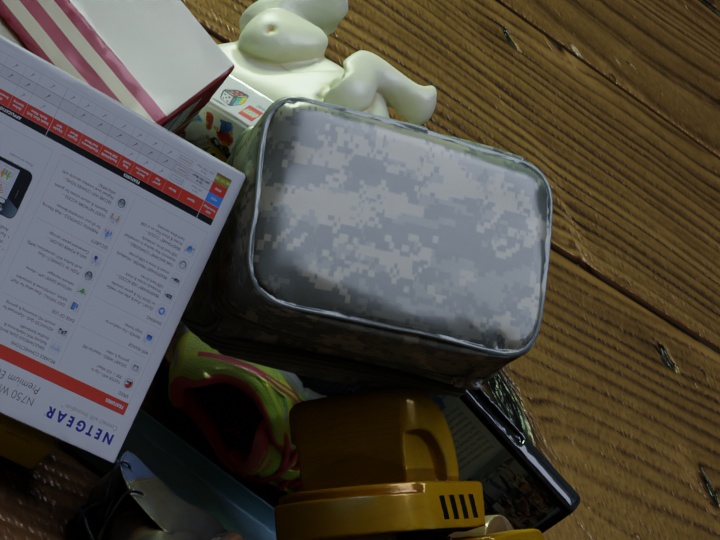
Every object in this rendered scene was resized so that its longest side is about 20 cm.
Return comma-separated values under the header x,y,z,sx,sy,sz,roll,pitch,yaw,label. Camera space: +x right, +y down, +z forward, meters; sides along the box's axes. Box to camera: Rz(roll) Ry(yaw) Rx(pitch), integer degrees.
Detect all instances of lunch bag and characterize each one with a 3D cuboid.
x,y,z,sx,sy,sz,roll,pitch,yaw,label
0.000,0.000,1.588,0.200,0.168,0.140,12,71,-18,lunch bag

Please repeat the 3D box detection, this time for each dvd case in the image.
x,y,z,sx,sy,sz,roll,pitch,yaw,label
0.033,0.109,1.747,0.200,0.143,0.018,48,43,-2,dvd case

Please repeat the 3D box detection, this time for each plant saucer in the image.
x,y,z,sx,sy,sz,roll,pitch,yaw,label
-0.100,0.137,1.622,0.200,0.019,0.070,40,22,-25,plant saucer

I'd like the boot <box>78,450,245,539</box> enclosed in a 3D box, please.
x,y,z,sx,sy,sz,roll,pitch,yaw,label
-0.131,0.154,1.473,0.097,0.075,0.200,42,10,13,boot

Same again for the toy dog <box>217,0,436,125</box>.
x,y,z,sx,sy,sz,roll,pitch,yaw,label
-0.034,-0.083,1.769,0.194,0.140,0.200,-5,37,-34,toy dog

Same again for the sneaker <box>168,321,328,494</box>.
x,y,z,sx,sy,sz,roll,pitch,yaw,label
-0.049,0.113,1.703,0.200,0.078,0.090,39,30,-8,sneaker

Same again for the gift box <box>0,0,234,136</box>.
x,y,z,sx,sy,sz,roll,pitch,yaw,label
-0.214,-0.117,1.564,0.200,0.185,0.187,-38,89,-29,gift box

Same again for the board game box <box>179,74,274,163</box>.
x,y,z,sx,sy,sz,roll,pitch,yaw,label
-0.139,-0.095,1.713,0.200,0.126,0.035,32,47,24,board game box

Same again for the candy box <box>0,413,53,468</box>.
x,y,z,sx,sy,sz,roll,pitch,yaw,label
-0.256,0.032,1.482,0.200,0.026,0.102,31,31,-39,candy box

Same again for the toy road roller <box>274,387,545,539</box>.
x,y,z,sx,sy,sz,roll,pitch,yaw,label
0.024,0.146,1.601,0.200,0.123,0.146,9,76,-65,toy road roller

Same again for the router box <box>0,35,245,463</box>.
x,y,z,sx,sy,sz,roll,pitch,yaw,label
-0.179,-0.014,1.444,0.200,0.180,0.049,30,-7,-40,router box
